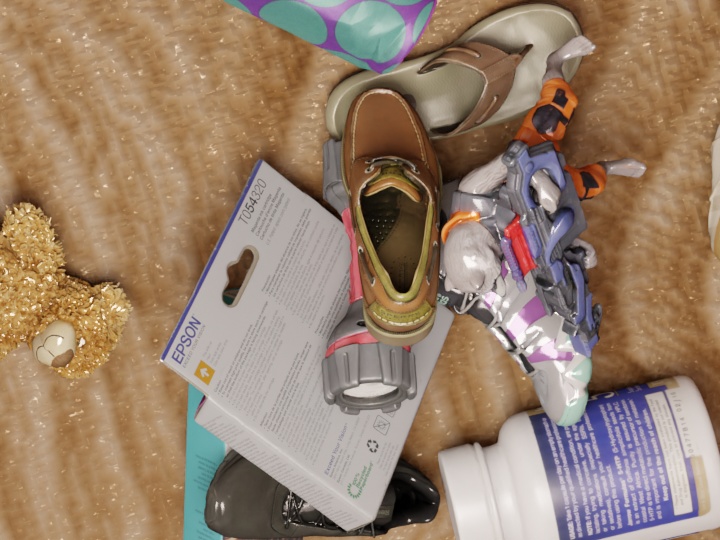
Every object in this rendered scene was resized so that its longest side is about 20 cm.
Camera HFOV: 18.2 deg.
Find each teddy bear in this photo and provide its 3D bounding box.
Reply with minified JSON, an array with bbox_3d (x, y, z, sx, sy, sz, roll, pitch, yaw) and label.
[{"bbox_3d":[-0.268,0.013,1.645,0.145,0.067,0.200,-38,103,8],"label":"teddy bear"}]

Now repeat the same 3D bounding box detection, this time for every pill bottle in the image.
[{"bbox_3d":[0.165,0.157,1.689,0.199,0.120,0.120,-13,105,-2],"label":"pill bottle"}]

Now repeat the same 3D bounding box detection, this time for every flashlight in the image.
[{"bbox_3d":[0.000,0.000,1.601,0.068,0.068,0.201,-6,66,2],"label":"flashlight"}]

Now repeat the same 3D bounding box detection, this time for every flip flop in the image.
[{"bbox_3d":[0.070,-0.135,1.639,0.199,0.058,0.081,-18,105,0],"label":"flip flop"}]

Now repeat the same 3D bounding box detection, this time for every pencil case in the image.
[{"bbox_3d":[-0.046,-0.216,1.595,0.200,0.093,0.085,26,143,-11],"label":"pencil case"}]

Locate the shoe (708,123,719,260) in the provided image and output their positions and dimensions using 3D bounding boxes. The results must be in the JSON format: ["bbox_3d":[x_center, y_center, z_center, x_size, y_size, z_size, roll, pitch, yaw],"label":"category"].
[{"bbox_3d":[0.302,-0.102,1.676,0.070,0.053,0.201,5,111,-39],"label":"shoe"}]

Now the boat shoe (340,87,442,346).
[{"bbox_3d":[0.027,-0.051,1.557,0.072,0.068,0.201,-7,61,-4],"label":"boat shoe"}]

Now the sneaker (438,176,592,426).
[{"bbox_3d":[0.086,0.025,1.646,0.139,0.078,0.201,-10,78,-12],"label":"sneaker"}]

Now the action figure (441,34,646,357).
[{"bbox_3d":[0.123,-0.040,1.579,0.193,0.104,0.200,-46,136,-34],"label":"action figure"}]

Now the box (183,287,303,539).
[{"bbox_3d":[-0.084,0.114,1.675,0.082,0.049,0.201,-9,108,-39],"label":"box"}]

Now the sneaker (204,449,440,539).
[{"bbox_3d":[-0.024,0.163,1.647,0.200,0.091,0.076,-6,109,-40],"label":"sneaker"}]

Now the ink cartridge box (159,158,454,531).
[{"bbox_3d":[-0.041,0.053,1.611,0.200,0.197,0.043,38,142,-18],"label":"ink cartridge box"}]
